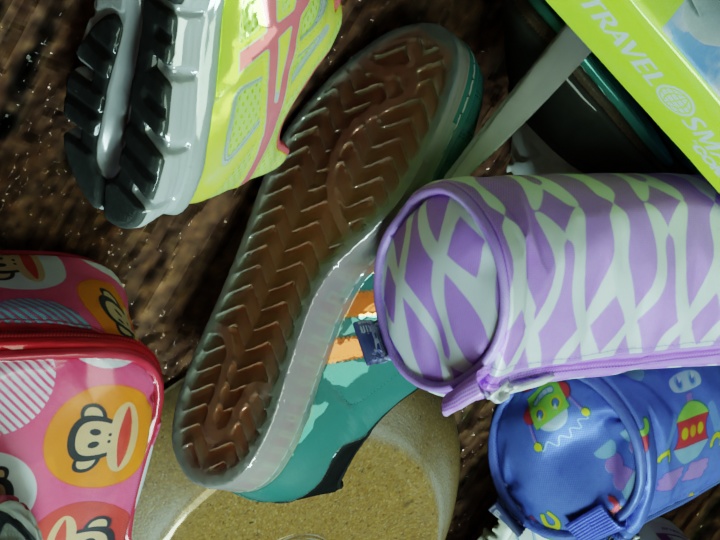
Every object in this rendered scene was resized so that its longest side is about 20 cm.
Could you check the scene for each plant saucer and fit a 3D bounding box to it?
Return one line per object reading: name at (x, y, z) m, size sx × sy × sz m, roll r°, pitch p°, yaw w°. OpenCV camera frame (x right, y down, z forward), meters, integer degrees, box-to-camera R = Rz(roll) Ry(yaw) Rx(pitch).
plant saucer at (-0.037, 0.122, 0.962) m, size 0.199 × 0.035 × 0.201 m, roll -16°, pitch 129°, yaw -21°

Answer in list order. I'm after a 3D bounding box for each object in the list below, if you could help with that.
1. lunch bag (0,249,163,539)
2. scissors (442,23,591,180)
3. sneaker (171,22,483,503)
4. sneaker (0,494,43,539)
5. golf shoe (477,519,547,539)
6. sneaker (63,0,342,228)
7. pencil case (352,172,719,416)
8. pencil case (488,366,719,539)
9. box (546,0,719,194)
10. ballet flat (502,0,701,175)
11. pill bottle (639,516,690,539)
lunch bag at (-0.175, 0.087, 0.829) m, size 0.175 × 0.082 × 0.201 m, roll 1°, pitch 123°, yaw -26°
scissors at (0.101, -0.101, 0.836) m, size 0.073 × 0.014 × 0.201 m, roll 27°, pitch 80°, yaw -2°
sneaker at (0.000, 0.000, 0.874) m, size 0.080 × 0.071 × 0.201 m, roll 18°, pitch 103°, yaw -48°
sneaker at (-0.150, 0.162, 0.792) m, size 0.080 × 0.075 × 0.201 m, roll -4°, pitch 128°, yaw -25°
golf shoe at (0.081, 0.164, 1.009) m, size 0.200 × 0.097 × 0.078 m, roll -52°, pitch 162°, yaw 11°
sneaker at (-0.042, -0.113, 0.777) m, size 0.090 × 0.078 × 0.201 m, roll -9°, pitch 129°, yaw -41°
pencil case at (0.101, 0.006, 0.839) m, size 0.199 × 0.086 × 0.084 m, roll -5°, pitch 150°, yaw -34°
pencil case at (0.136, 0.061, 0.946) m, size 0.078 × 0.087 × 0.200 m, roll -22°, pitch 176°, yaw 40°
box at (0.150, -0.097, 0.809) m, size 0.200 × 0.048 × 0.122 m, roll 45°, pitch 68°, yaw -22°
ballet flat at (0.107, -0.041, 0.915) m, size 0.068 × 0.068 × 0.200 m, roll -44°, pitch 133°, yaw 15°
pill bottle at (0.157, 0.212, 1.029) m, size 0.112 × 0.200 × 0.113 m, roll -15°, pitch 128°, yaw -21°
